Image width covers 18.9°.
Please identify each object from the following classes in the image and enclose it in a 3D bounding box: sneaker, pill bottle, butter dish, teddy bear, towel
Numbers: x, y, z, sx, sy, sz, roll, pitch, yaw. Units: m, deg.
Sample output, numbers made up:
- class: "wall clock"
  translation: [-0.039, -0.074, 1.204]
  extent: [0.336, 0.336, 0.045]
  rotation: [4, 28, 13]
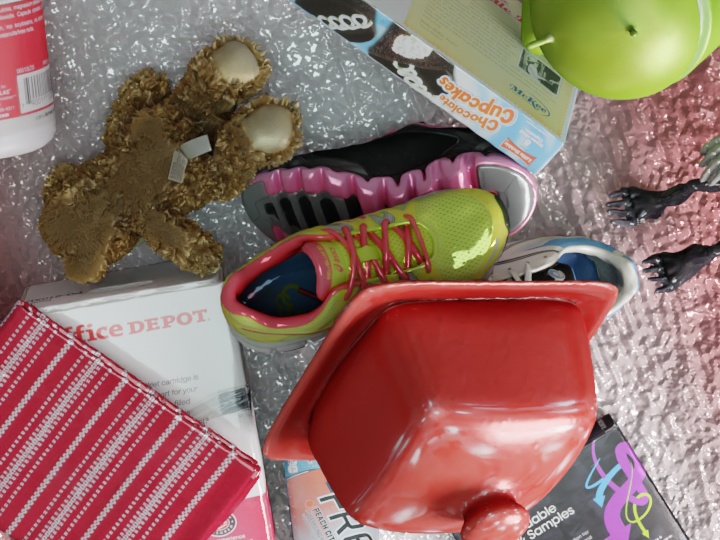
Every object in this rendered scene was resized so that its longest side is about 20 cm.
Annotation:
- class: "sneaker"
  translation: [0.098, 0.015, 1.455]
  extent: [0.199, 0.072, 0.072]
  rotation: [-12, 89, -28]
- class: "pill bottle"
  translation: [-0.261, -0.176, 1.393]
  extent: [0.112, 0.112, 0.201]
  rotation: [-5, 104, -3]
- class: "sneaker"
  translation: [0.020, -0.063, 1.461]
  extent: [0.199, 0.096, 0.079]
  rotation: [-3, 128, 7]
- class: "butter dish"
  translation: [0.066, 0.108, 1.373]
  extent: [0.199, 0.148, 0.200]
  rotation: [-1, 143, -29]
- class: "teddy bear"
  translation: [-0.123, -0.070, 1.440]
  extent: [0.145, 0.067, 0.200]
  rotation: [41, 104, 15]
- class: "towel"
  translation: [-0.182, 0.128, 1.436]
  extent: [0.200, 0.022, 0.145]
  rotation: [36, 103, -8]
- class: "sneaker"
  translation: [0.000, 0.000, 1.371]
  extent: [0.199, 0.090, 0.078]
  rotation: [-23, 76, 8]

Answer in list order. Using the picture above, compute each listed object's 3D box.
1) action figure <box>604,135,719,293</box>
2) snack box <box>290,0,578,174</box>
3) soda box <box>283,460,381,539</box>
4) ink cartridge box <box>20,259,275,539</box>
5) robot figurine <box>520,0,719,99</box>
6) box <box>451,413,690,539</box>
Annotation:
- class: "action figure"
  translation: [0.265, -0.041, 1.429]
  extent: [0.200, 0.102, 0.119]
  rotation: [-21, 96, 39]
- class: "snack box"
  translation: [0.054, -0.160, 1.419]
  extent: [0.200, 0.116, 0.037]
  rotation: [35, 128, -11]
- class: "soda box"
  translation: [-0.016, 0.199, 1.528]
  extent: [0.063, 0.068, 0.201]
  rotation: [-7, 104, -2]
- class: "ink cartridge box"
  translation: [-0.146, 0.101, 1.486]
  extent: [0.144, 0.084, 0.201]
  rotation: [-10, 105, -2]
- class: "robot figurine"
  translation: [0.184, -0.181, 1.385]
  extent: [0.175, 0.200, 0.116]
  rotation: [-6, 112, 37]
- class: "box"
  translation: [0.173, 0.222, 1.568]
  extent: [0.143, 0.036, 0.200]
  rotation: [-32, 106, 3]
